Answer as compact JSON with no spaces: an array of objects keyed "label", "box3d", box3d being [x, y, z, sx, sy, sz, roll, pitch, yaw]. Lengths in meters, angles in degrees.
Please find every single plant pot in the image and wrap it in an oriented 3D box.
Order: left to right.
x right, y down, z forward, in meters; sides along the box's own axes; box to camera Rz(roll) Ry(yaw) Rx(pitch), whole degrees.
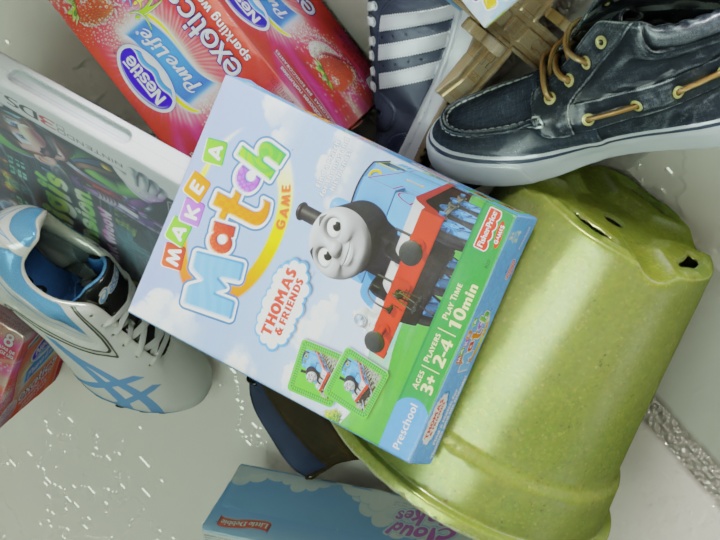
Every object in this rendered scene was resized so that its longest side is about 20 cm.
[{"label":"plant pot","box3d":[0.104,0.037,1.522,0.200,0.200,0.185,34,112,7]}]

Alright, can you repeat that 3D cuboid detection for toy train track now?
[{"label":"toy train track","box3d":[0.068,-0.151,1.449,0.115,0.200,0.033,-51,46,6]}]

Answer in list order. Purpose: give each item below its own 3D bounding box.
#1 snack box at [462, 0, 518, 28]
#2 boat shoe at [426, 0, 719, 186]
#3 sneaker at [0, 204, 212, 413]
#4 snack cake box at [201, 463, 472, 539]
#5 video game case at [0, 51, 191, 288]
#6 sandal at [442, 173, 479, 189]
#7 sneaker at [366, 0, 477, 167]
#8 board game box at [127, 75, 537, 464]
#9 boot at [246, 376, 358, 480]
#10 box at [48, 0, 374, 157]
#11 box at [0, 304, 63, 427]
[{"label":"snack box","box3d":[0.133,-0.228,1.359,0.068,0.200,0.169,49,124,-3]},{"label":"boat shoe","box3d":[0.124,-0.110,1.441,0.200,0.071,0.091,-10,130,15]},{"label":"sneaker","box3d":[-0.163,0.029,1.661,0.072,0.072,0.200,-12,139,45]},{"label":"snack cake box","box3d":[0.006,0.203,1.691,0.199,0.067,0.115,9,131,22]},{"label":"video game case","box3d":[-0.171,-0.053,1.623,0.181,0.023,0.200,30,158,14]},{"label":"sandal","box3d":[0.000,0.000,1.534,0.200,0.075,0.048,-32,89,25]},{"label":"sneaker","box3d":[0.020,-0.146,1.528,0.108,0.070,0.200,25,115,7]},{"label":"board game box","box3d":[-0.019,-0.002,1.471,0.200,0.037,0.152,27,98,24]},{"label":"boot","box3d":[-0.053,0.046,1.654,0.097,0.075,0.200,-34,98,30]},{"label":"box","box3d":[-0.091,-0.144,1.567,0.100,0.095,0.200,-35,96,34]},{"label":"box","box3d":[-0.292,0.009,1.734,0.200,0.103,0.095,32,122,10]}]
